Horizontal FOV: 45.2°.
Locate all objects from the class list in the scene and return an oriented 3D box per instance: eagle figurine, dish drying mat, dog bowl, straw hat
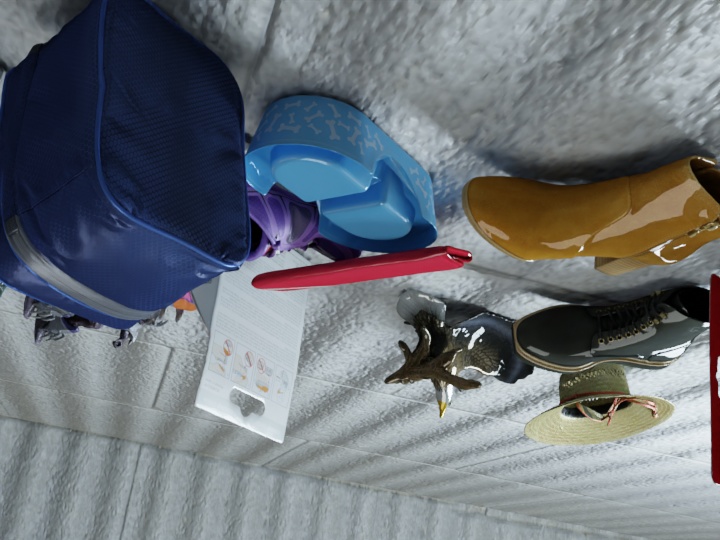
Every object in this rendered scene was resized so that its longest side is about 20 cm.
[{"bbox_3d":[0.114,0.105,1.067,0.152,0.153,0.198,43,-152,21],"label":"eagle figurine"},{"bbox_3d":[0.000,0.000,0.797,0.195,0.019,0.076,-7,173,25],"label":"dish drying mat"},{"bbox_3d":[-0.011,-0.075,0.706,0.109,0.051,0.199,-6,154,35],"label":"dog bowl"},{"bbox_3d":[0.309,0.161,1.146,0.195,0.087,0.202,-3,152,-1],"label":"straw hat"}]

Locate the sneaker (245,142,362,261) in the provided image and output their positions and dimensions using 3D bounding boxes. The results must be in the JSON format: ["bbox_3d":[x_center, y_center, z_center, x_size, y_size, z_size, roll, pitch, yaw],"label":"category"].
[{"bbox_3d":[-0.075,-0.041,0.773,0.080,0.086,0.198,-11,155,44],"label":"sneaker"}]

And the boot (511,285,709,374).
[{"bbox_3d":[0.268,0.050,0.905,0.195,0.079,0.139,-2,157,-10],"label":"boot"}]

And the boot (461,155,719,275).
[{"bbox_3d":[0.192,-0.054,0.666,0.197,0.073,0.143,16,153,-27],"label":"boot"}]

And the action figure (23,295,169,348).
[{"bbox_3d":[-0.360,0.065,1.203,0.194,0.071,0.131,3,150,5],"label":"action figure"}]

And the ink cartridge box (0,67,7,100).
[{"bbox_3d":[-0.325,-0.094,0.645,0.082,0.148,0.200,0,158,27],"label":"ink cartridge box"}]

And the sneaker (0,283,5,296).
[{"bbox_3d":[-0.356,-0.034,0.837,0.077,0.202,0.092,31,-162,-16],"label":"sneaker"}]

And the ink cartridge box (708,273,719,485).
[{"bbox_3d":[0.405,0.113,0.805,0.173,0.205,0.083,21,156,-34],"label":"ink cartridge box"}]

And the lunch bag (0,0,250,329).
[{"bbox_3d":[-0.164,-0.074,0.573,0.130,0.204,0.135,-25,144,27],"label":"lunch bag"}]

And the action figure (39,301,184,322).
[{"bbox_3d":[-0.305,-0.003,1.012,0.190,0.107,0.200,25,-177,-21],"label":"action figure"}]

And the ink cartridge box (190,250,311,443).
[{"bbox_3d":[-0.118,0.057,0.878,0.046,0.205,0.160,-3,157,28],"label":"ink cartridge box"}]

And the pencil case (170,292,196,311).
[{"bbox_3d":[-0.244,-0.024,0.895,0.197,0.091,0.087,23,155,-35],"label":"pencil case"}]
